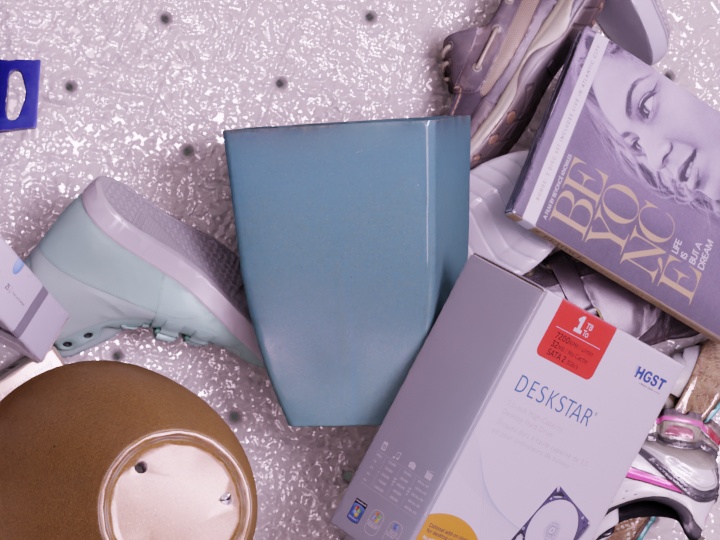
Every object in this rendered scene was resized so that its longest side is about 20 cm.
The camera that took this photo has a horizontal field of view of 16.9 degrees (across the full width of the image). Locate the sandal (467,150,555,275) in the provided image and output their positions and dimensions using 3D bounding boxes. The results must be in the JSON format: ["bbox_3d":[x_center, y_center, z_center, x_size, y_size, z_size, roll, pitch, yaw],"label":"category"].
[{"bbox_3d":[0.071,-0.007,1.703,0.203,0.050,0.082,-43,79,6],"label":"sandal"}]

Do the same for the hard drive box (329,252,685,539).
[{"bbox_3d":[0.096,0.112,1.579,0.156,0.077,0.200,26,92,-41],"label":"hard drive box"}]

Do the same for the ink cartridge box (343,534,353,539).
[{"bbox_3d":[0.084,0.226,1.694,0.200,0.068,0.115,23,80,-15],"label":"ink cartridge box"}]

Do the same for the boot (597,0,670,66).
[{"bbox_3d":[0.194,-0.254,1.757,0.095,0.074,0.200,-31,99,-18],"label":"boot"}]

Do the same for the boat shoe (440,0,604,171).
[{"bbox_3d":[0.095,-0.141,1.728,0.073,0.075,0.200,34,83,15],"label":"boat shoe"}]

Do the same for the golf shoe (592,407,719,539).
[{"bbox_3d":[0.148,0.140,1.682,0.199,0.073,0.092,3,71,13],"label":"golf shoe"}]

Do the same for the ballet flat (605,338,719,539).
[{"bbox_3d":[0.216,0.108,1.746,0.065,0.071,0.200,35,75,-4],"label":"ballet flat"}]

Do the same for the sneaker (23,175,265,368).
[{"bbox_3d":[-0.145,0.027,1.645,0.118,0.074,0.200,-40,125,20],"label":"sneaker"}]

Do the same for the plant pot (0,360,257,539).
[{"bbox_3d":[-0.137,0.142,1.478,0.186,0.200,0.187,2,84,-19],"label":"plant pot"}]

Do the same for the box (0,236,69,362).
[{"bbox_3d":[-0.279,-0.021,1.498,0.156,0.200,0.041,25,78,19],"label":"box"}]

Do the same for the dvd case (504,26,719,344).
[{"bbox_3d":[0.207,-0.057,1.691,0.200,0.016,0.149,30,71,-20],"label":"dvd case"}]

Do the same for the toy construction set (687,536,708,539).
[{"bbox_3d":[0.273,0.289,1.738,0.200,0.092,0.131,43,100,-3],"label":"toy construction set"}]

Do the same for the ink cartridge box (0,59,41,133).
[{"bbox_3d":[-0.311,-0.123,1.573,0.199,0.076,0.137,8,71,-18],"label":"ink cartridge box"}]

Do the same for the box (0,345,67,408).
[{"bbox_3d":[-0.192,0.157,1.604,0.095,0.078,0.200,-36,97,-17],"label":"box"}]

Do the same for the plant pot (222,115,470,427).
[{"bbox_3d":[0.000,0.000,1.626,0.141,0.141,0.201,-3,94,13],"label":"plant pot"}]

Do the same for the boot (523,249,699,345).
[{"bbox_3d":[0.168,-0.014,1.739,0.174,0.069,0.200,-18,81,-8],"label":"boot"}]
